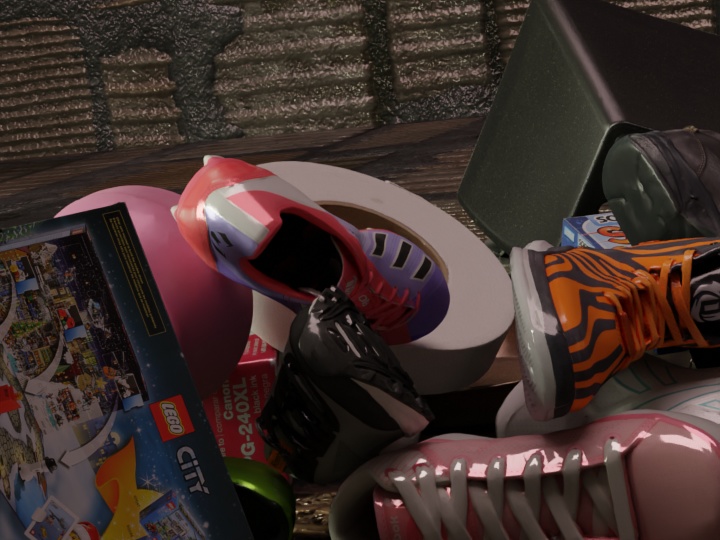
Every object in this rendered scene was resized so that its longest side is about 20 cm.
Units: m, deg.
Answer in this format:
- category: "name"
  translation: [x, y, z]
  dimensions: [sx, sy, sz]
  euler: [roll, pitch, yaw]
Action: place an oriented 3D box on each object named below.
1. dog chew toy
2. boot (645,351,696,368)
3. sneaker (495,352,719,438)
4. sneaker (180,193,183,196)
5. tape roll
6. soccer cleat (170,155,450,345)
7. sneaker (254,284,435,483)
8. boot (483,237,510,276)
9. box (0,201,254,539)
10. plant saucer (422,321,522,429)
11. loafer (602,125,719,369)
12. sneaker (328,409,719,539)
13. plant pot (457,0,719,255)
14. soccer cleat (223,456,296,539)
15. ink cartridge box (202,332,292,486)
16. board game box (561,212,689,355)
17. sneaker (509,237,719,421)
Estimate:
- category: "dog chew toy"
  translation: [-0.136, 0.039, 0.740]
  dimensions: [0.124, 0.125, 0.200]
  euler: [-2, 25, 25]
- category: "boot"
  translation: [0.274, 0.038, 0.950]
  dimensions: [0.198, 0.071, 0.146]
  euler: [-10, 17, -5]
- category: "sneaker"
  translation: [0.151, 0.084, 0.761]
  dimensions: [0.199, 0.071, 0.080]
  euler: [-5, 26, 36]
- category: "sneaker"
  translation: [-0.059, 0.026, 1.020]
  dimensions: [0.073, 0.200, 0.082]
  euler: [-44, 42, 1]
- category: "tape roll"
  translation: [0.000, 0.000, 0.922]
  dimensions: [0.201, 0.037, 0.203]
  euler: [18, 28, -10]
- category: "soccer cleat"
  translation: [-0.012, 0.003, 0.755]
  dimensions: [0.200, 0.067, 0.076]
  euler: [30, 6, -46]
- category: "sneaker"
  translation: [-0.014, 0.068, 0.720]
  dimensions: [0.079, 0.074, 0.200]
  euler: [-34, -16, -7]
- category: "boot"
  translation: [0.100, -0.004, 1.246]
  dimensions: [0.180, 0.073, 0.200]
  euler: [9, 21, 10]
- category: "box"
  translation: [-0.129, 0.081, 0.628]
  dimensions: [0.136, 0.201, 0.038]
  euler: [-15, -10, -40]
- category: "plant saucer"
  translation: [0.073, 0.067, 0.987]
  dimensions: [0.199, 0.037, 0.200]
  euler: [-7, 11, 1]
- category: "loafer"
  translation: [0.211, 0.005, 0.811]
  dimensions: [0.072, 0.201, 0.073]
  euler: [-18, -15, -23]
- category: "sneaker"
  translation: [0.070, 0.110, 0.659]
  dimensions: [0.199, 0.076, 0.104]
  euler: [-8, 3, 43]
- category: "plant pot"
  translation: [0.208, -0.076, 1.141]
  dimensions: [0.198, 0.201, 0.178]
  euler: [14, 26, -12]
- category: "soccer cleat"
  translation: [-0.129, 0.126, 0.735]
  dimensions: [0.198, 0.068, 0.081]
  euler: [-6, 3, -9]
- category: "ink cartridge box"
  translation: [-0.142, 0.087, 0.902]
  dimensions: [0.198, 0.084, 0.145]
  euler: [-7, 11, -1]
- category: "board game box"
  translation: [0.243, -0.004, 0.925]
  dimensions: [0.198, 0.035, 0.135]
  euler: [-8, 25, -16]
- category: "sneaker"
  translation: [0.132, 0.016, 0.720]
  dimensions: [0.111, 0.078, 0.200]
  euler: [-5, 13, 11]
